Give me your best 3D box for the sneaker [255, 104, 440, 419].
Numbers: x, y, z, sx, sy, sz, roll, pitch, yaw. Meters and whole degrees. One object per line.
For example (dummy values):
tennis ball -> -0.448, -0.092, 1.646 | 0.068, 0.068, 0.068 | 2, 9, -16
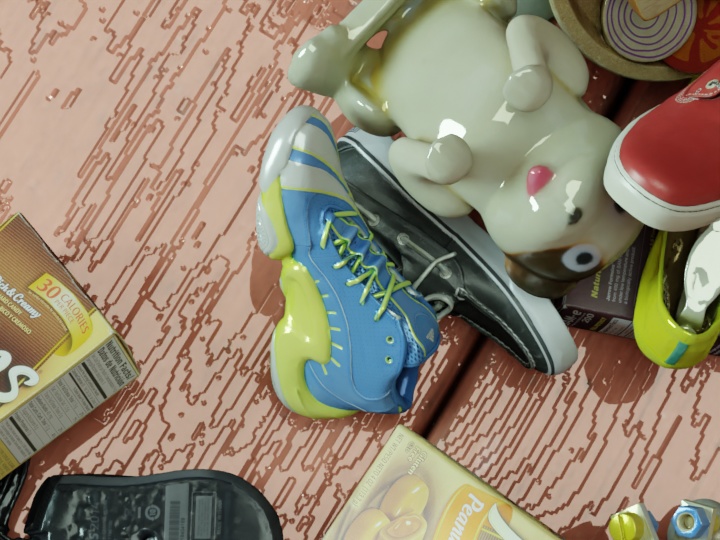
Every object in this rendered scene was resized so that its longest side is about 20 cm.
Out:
sneaker -> 0.000, 0.000, 1.204 | 0.104, 0.201, 0.076 | 10, 34, 21

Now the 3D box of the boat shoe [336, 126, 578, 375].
boat shoe -> 0.045, -0.001, 1.253 | 0.068, 0.074, 0.199 | -42, 85, -14

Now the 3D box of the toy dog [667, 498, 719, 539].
toy dog -> 0.272, 0.215, 1.220 | 0.199, 0.096, 0.133 | 19, 79, -1

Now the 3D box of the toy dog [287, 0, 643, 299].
toy dog -> 0.079, -0.076, 1.202 | 0.139, 0.194, 0.200 | -42, 71, -2

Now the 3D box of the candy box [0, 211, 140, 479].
candy box -> -0.243, 0.071, 1.210 | 0.200, 0.057, 0.117 | -37, 58, -11

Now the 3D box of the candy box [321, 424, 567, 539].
candy box -> 0.068, 0.189, 1.174 | 0.200, 0.055, 0.116 | 33, 89, 38

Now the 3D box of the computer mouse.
computer mouse -> -0.141, 0.157, 1.228 | 0.198, 0.053, 0.140 | 5, 77, 7

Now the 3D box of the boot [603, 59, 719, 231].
boot -> 0.215, -0.110, 1.118 | 0.072, 0.145, 0.200 | 41, 44, 14

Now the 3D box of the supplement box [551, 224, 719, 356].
supplement box -> 0.223, -0.005, 1.274 | 0.198, 0.061, 0.110 | 12, 77, -3

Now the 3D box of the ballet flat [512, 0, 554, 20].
ballet flat -> 0.067, -0.247, 1.305 | 0.067, 0.064, 0.201 | -30, 83, -10

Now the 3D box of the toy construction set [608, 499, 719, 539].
toy construction set -> 0.156, 0.239, 1.192 | 0.130, 0.092, 0.201 | -16, 64, 29

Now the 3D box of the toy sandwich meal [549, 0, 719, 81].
toy sandwich meal -> 0.194, -0.190, 1.171 | 0.204, 0.070, 0.206 | -10, 123, -15

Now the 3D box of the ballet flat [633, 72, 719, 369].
ballet flat -> 0.209, -0.039, 1.215 | 0.066, 0.067, 0.201 | 17, 75, 0
